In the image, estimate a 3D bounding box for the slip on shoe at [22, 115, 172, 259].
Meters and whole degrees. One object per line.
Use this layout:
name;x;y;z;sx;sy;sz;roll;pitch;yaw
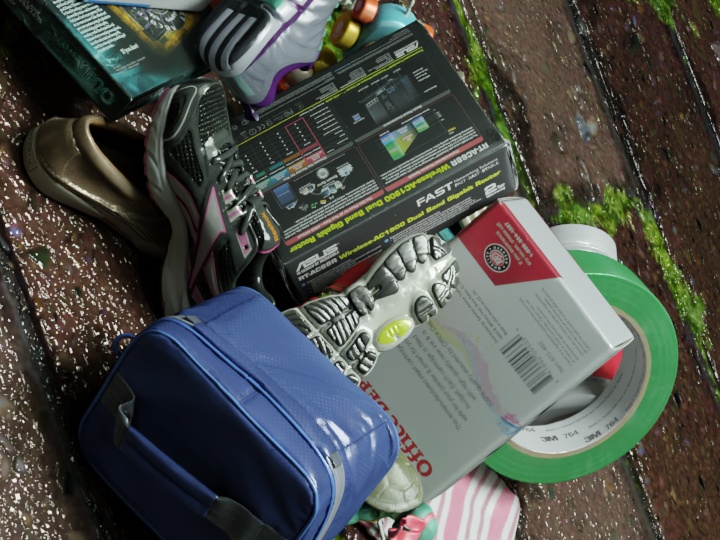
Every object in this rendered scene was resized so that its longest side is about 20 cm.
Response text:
slip on shoe;-0.156;-0.065;1.485;0.199;0.060;0.077;29;48;-43

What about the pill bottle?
pill bottle;0.197;0.062;1.863;0.112;0.112;0.201;35;44;-38

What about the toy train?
toy train;-0.043;-0.188;1.631;0.151;0.198;0.056;64;24;-52

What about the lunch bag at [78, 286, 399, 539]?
lunch bag;-0.092;0.112;1.370;0.200;0.136;0.132;41;30;12

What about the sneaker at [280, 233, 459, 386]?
sneaker;-0.015;0.044;1.491;0.199;0.085;0.077;-31;97;-18

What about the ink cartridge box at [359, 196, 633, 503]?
ink cartridge box;0.087;0.061;1.574;0.146;0.200;0.083;52;17;8

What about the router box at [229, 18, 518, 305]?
router box;0.001;-0.085;1.559;0.150;0.199;0.062;59;-6;35

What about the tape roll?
tape roll;0.168;0.082;1.704;0.200;0.200;0.048;43;7;-31

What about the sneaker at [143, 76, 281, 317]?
sneaker;-0.095;-0.045;1.457;0.080;0.086;0.201;-43;136;-48

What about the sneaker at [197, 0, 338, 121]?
sneaker;-0.044;-0.210;1.563;0.200;0.074;0.088;-48;142;-16

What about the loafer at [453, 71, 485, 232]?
loafer;0.099;-0.095;1.839;0.076;0.067;0.201;157;-91;-88

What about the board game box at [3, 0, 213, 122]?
board game box;-0.178;-0.191;1.512;0.135;0.028;0.200;48;27;2

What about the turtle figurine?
turtle figurine;-0.008;0.156;1.495;0.200;0.101;0.150;46;27;9

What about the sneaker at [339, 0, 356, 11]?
sneaker;-0.009;-0.267;1.806;0.071;0.073;0.200;61;33;-2

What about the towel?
towel;0.069;0.197;1.675;0.200;0.030;0.147;45;39;-30

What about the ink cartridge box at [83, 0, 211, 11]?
ink cartridge box;-0.187;-0.298;1.515;0.146;0.084;0.201;-8;61;-57

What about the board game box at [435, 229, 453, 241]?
board game box;0.037;-0.056;1.716;0.200;0.028;0.135;50;8;-25
